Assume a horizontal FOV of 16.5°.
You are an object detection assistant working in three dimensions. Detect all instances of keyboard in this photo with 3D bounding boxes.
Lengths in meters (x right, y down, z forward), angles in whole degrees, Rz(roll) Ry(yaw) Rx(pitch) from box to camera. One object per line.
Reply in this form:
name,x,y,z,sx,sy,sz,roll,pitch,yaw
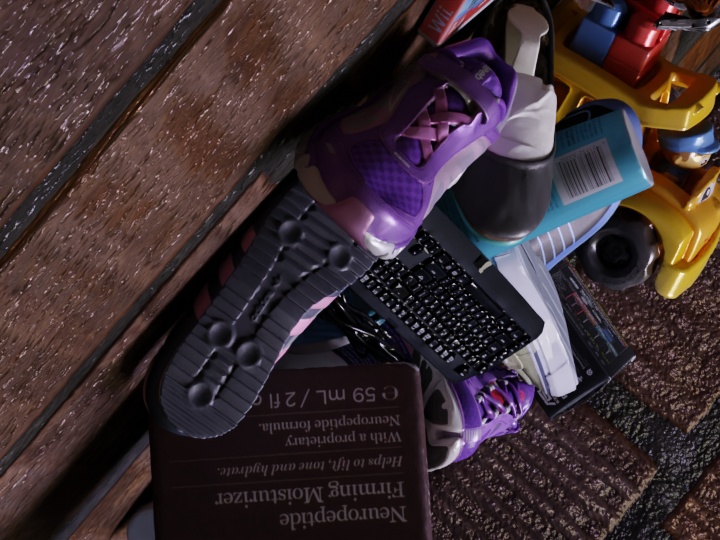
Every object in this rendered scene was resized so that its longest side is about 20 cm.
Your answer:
keyboard,0.036,0.027,1.502,0.104,0.040,0.200,-29,142,14

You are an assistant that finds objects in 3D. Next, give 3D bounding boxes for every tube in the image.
tube,0.078,-0.039,1.520,0.200,0.078,0.050,-21,153,11

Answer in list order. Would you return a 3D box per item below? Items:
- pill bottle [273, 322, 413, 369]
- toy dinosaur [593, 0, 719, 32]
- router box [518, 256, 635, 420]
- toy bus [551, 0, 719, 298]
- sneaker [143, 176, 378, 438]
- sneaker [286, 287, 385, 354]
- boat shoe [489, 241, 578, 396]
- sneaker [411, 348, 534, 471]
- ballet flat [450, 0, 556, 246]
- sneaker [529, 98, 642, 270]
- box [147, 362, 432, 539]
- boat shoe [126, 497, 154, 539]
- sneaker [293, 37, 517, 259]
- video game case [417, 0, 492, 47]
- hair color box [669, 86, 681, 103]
pill bottle,-0.032,0.090,1.721,0.111,0.111,0.200,-53,172,25
toy dinosaur,0.230,-0.216,1.604,0.199,0.136,0.102,4,160,-28
router box,0.131,0.014,1.979,0.062,0.200,0.150,-36,176,15
toy bus,0.187,-0.107,1.743,0.192,0.200,0.136,-62,170,28
sneaker,-0.055,0.008,1.405,0.200,0.070,0.082,-48,-166,-15
sneaker,0.000,0.000,1.602,0.200,0.077,0.081,-40,172,-41
boat shoe,0.095,0.024,1.625,0.062,0.072,0.200,-16,145,11
sneaker,0.075,0.084,1.669,0.200,0.083,0.081,-60,150,-81
ballet flat,0.086,-0.103,1.477,0.200,0.068,0.069,-86,-170,-48
sneaker,0.109,-0.035,1.668,0.200,0.070,0.078,-52,157,17
box,-0.039,0.168,1.513,0.164,0.165,0.201,90,-4,-80
boat shoe,-0.064,0.171,1.795,0.201,0.075,0.086,-9,-159,21
sneaker,0.033,-0.076,1.338,0.088,0.081,0.200,-39,-176,28
video game case,0.111,-0.221,1.357,0.143,0.017,0.200,-43,170,-43
hair color box,0.186,-0.124,1.997,0.061,0.100,0.200,-54,172,27
